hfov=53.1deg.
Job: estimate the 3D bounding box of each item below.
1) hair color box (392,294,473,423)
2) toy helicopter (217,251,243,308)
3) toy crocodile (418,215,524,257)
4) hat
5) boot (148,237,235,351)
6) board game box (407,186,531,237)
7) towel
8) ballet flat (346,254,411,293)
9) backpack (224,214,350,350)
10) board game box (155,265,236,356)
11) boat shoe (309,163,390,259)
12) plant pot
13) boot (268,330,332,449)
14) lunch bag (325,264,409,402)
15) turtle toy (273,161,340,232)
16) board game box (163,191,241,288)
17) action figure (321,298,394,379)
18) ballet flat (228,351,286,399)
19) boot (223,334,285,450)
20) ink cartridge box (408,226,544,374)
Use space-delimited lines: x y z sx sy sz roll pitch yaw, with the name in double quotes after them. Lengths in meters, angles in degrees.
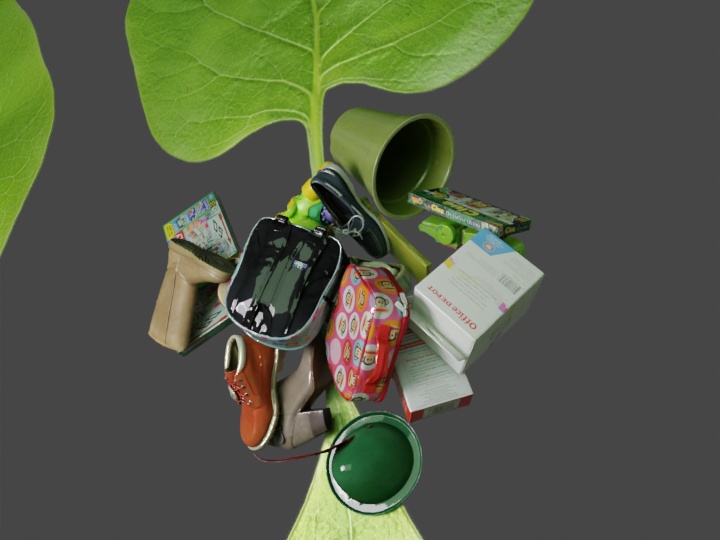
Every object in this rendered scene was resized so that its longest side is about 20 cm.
0.102 0.142 1.218 0.110 0.064 0.201 -14 63 -7 "hair color box"
-0.180 0.006 1.369 0.199 0.079 0.133 -31 80 -6 "toy helicopter"
0.198 -0.058 1.288 0.199 0.062 0.067 16 33 27 "toy crocodile"
-0.015 0.301 1.146 0.200 0.176 0.166 -43 60 0 "hat"
-0.318 0.059 1.358 0.175 0.066 0.201 27 108 38 "boot"
0.190 -0.105 1.270 0.200 0.105 0.024 27 121 38 "board game box"
0.064 -0.051 1.321 0.018 0.086 0.200 -34 60 -14 "towel"
0.000 0.000 1.334 0.199 0.069 0.070 9 72 24 "ballet flat"
-0.127 0.031 1.217 0.177 0.151 0.201 19 69 14 "backpack"
-0.304 0.062 1.448 0.200 0.029 0.135 -35 61 4 "board game box"
-0.018 -0.095 1.293 0.075 0.200 0.062 -10 30 45 "boat shoe"
0.044 -0.224 1.359 0.200 0.200 0.190 -50 48 -4 "plant pot"
-0.125 0.214 1.278 0.146 0.070 0.201 -12 73 26 "boot"
0.010 0.105 1.147 0.176 0.082 0.201 -123 43 -58 "lunch bag"
-0.089 -0.105 1.361 0.146 0.101 0.200 -43 10 36 "turtle toy"
-0.325 -0.059 1.477 0.134 0.029 0.200 -33 49 4 "board game box"
-0.005 0.127 1.292 0.200 0.055 0.118 38 83 26 "action figure"
-0.181 0.150 1.332 0.069 0.069 0.201 24 78 28 "ballet flat"
-0.194 0.206 1.231 0.075 0.107 0.201 -5 78 39 "boot"
0.173 0.056 1.161 0.200 0.125 0.128 -38 67 -24 "ink cartridge box"
